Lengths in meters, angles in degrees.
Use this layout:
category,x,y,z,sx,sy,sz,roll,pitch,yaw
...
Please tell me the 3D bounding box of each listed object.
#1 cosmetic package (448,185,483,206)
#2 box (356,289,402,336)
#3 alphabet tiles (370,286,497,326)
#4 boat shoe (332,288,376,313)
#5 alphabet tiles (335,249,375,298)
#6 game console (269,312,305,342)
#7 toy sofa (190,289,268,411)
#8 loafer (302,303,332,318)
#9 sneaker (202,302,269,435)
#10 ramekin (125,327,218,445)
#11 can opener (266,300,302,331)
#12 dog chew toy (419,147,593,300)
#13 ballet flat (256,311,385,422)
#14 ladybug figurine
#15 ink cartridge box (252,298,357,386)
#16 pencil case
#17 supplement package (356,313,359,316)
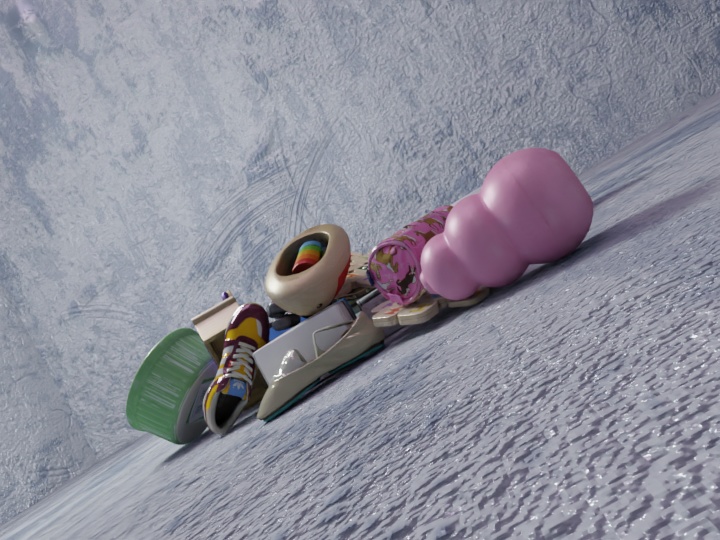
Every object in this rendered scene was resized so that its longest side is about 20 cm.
category,x,y,z,sx,sy,sz,roll,pitch,yaw
cosmetic package,0.261,-0.103,1.038,0.198,0.052,0.151,-30,-40,-2
box,0.057,0.053,0.966,0.116,0.061,0.200,-31,1,-3
alphabet tiles,0.109,0.022,0.759,0.199,0.015,0.194,-29,11,-37
boat shoe,0.029,0.011,1.085,0.201,0.075,0.075,-36,-43,6
alphabet tiles,0.000,0.000,0.977,0.199,0.015,0.194,-28,22,-37
game console,-0.089,0.116,1.117,0.199,0.117,0.176,-30,-1,-30
toy sofa,-0.218,0.140,1.009,0.082,0.202,0.098,-30,43,-16
loafer,-0.066,0.037,1.160,0.072,0.074,0.199,14,29,37
sneaker,-0.185,0.152,0.888,0.090,0.074,0.203,25,98,68
ramekin,-0.322,0.217,1.058,0.201,0.097,0.201,-59,-17,-30
can opener,-0.130,0.074,0.969,0.065,0.053,0.200,-15,-1,-3
dog chew toy,0.151,-0.040,0.637,0.199,0.125,0.124,-37,-3,19
ballet flat,-0.060,0.119,0.760,0.198,0.070,0.069,-31,-1,-14
ladybug figurine,-0.072,-0.001,0.874,0.134,0.073,0.201,-15,30,20
ink cartridge box,-0.069,0.116,0.897,0.145,0.085,0.200,-30,-2,1
pencil case,0.086,-0.025,0.773,0.086,0.083,0.200,-40,-3,36
supplement package,0.060,0.029,1.263,0.199,0.118,0.116,-32,-2,40
